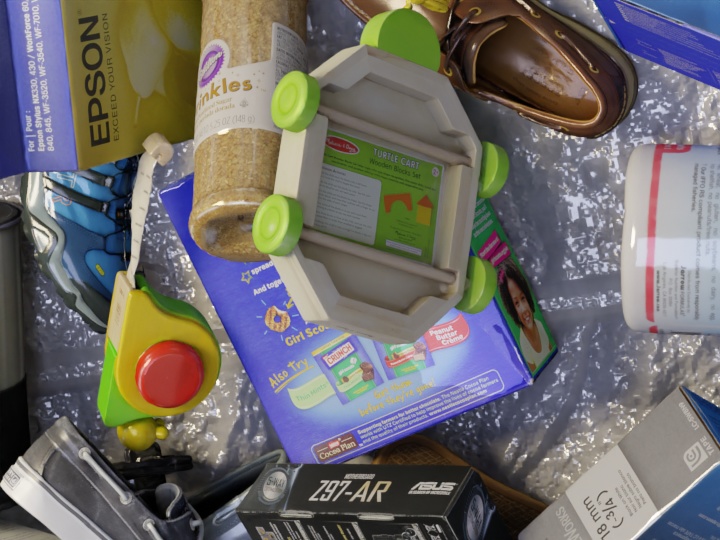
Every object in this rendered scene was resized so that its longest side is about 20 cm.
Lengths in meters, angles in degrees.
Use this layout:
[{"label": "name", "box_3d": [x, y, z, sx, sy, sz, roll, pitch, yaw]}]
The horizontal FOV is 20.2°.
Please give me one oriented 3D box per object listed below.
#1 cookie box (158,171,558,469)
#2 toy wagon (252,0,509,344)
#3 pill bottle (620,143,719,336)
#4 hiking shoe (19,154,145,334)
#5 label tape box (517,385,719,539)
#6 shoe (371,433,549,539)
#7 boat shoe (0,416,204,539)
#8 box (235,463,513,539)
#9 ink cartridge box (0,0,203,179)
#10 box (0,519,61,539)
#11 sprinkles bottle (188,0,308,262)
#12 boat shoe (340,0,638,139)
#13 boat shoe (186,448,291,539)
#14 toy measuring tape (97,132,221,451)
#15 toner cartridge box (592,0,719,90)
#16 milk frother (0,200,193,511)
[{"label": "cookie box", "box_3d": [0.000, 0.000, 1.238, 0.170, 0.075, 0.201, -24, 96, 21]}, {"label": "toy wagon", "box_3d": [0.015, -0.063, 1.127, 0.039, 0.155, 0.201, -7, 71, 50]}, {"label": "pill bottle", "box_3d": [0.251, -0.015, 1.146, 0.199, 0.109, 0.109, 2, 104, 11]}, {"label": "hiking shoe", "box_3d": [-0.167, -0.056, 1.267, 0.086, 0.074, 0.201, -19, 94, 17]}, {"label": "label tape box", "box_3d": [0.167, 0.173, 1.192, 0.200, 0.144, 0.063, -45, 47, 16]}, {"label": "shoe", "box_3d": [0.088, 0.171, 1.274, 0.200, 0.053, 0.070, 39, 73, -3]}, {"label": "boat shoe", "box_3d": [-0.127, 0.163, 1.237, 0.200, 0.072, 0.068, 43, 85, -23]}, {"label": "box", "box_3d": [0.034, 0.206, 1.234, 0.160, 0.044, 0.201, -4, 126, 38]}, {"label": "ink cartridge box", "box_3d": [-0.159, -0.162, 1.176, 0.047, 0.200, 0.199, 3, 106, 30]}, {"label": "box", "box_3d": [-0.283, 0.182, 1.309, 0.199, 0.082, 0.049, 12, 97, 23]}, {"label": "sprinkles bottle", "box_3d": [-0.063, -0.105, 1.173, 0.068, 0.068, 0.201, -11, 58, 18]}, {"label": "boat shoe", "box_3d": [0.069, -0.141, 1.188, 0.199, 0.068, 0.072, 29, 109, 7]}, {"label": "boat shoe", "box_3d": [-0.118, 0.171, 1.314, 0.200, 0.070, 0.072, -25, 109, 13]}, {"label": "toy measuring tape", "box_3d": [-0.112, 0.017, 1.219, 0.073, 0.074, 0.201, 15, 109, 11]}, {"label": "toner cartridge box", "box_3d": [0.226, -0.121, 1.103, 0.199, 0.095, 0.043, 27, 83, 25]}, {"label": "milk frother", "box_3d": [-0.219, 0.057, 1.298, 0.199, 0.180, 0.189, -8, 106, -27]}]
